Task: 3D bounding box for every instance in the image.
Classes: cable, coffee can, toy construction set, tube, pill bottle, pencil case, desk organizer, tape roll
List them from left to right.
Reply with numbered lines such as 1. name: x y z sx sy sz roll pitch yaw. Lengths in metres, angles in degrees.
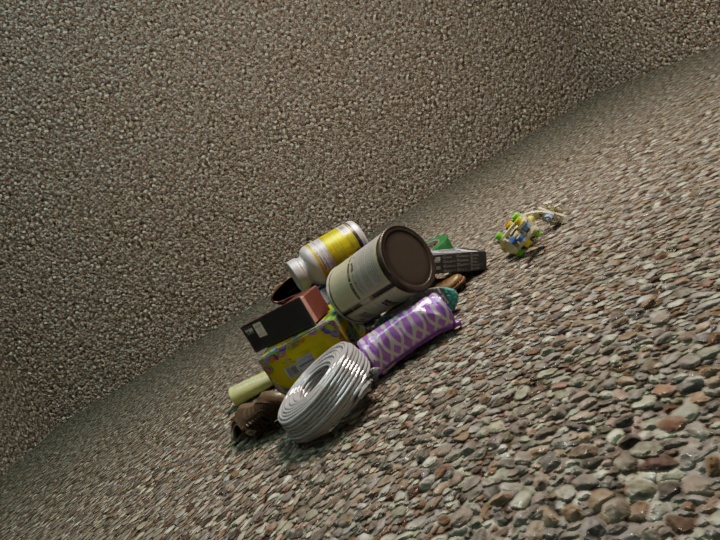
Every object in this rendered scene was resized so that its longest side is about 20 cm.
1. tube: -0.243 0.285 1.339 0.200 0.052 0.058 -28 51 0
2. desk organizer: -0.172 0.111 1.179 0.200 0.072 0.077 -27 7 32
3. cable: -0.068 0.219 0.936 0.200 0.069 0.200 -47 10 -9
4. pill bottle: -0.081 -0.032 1.298 0.200 0.113 0.112 -31 9 -13
5. coffee can: 0.039 0.013 1.097 0.200 0.146 0.146 -34 4 45
6. pencil case: 0.088 0.125 0.996 0.200 0.084 0.086 -34 48 -5
7. tape roll: 0.195 -0.040 1.622 0.200 0.048 0.200 -31 9 5
8. toy construction set: 0.388 -0.105 1.202 0.200 0.092 0.131 -29 -19 -38

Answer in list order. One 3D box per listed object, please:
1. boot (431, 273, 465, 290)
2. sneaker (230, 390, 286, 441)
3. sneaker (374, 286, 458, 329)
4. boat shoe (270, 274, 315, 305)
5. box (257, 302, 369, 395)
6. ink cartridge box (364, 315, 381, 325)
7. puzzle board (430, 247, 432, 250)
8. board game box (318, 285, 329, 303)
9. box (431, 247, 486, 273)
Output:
1. boot: 0.156 0.041 1.239 0.200 0.076 0.074 -24 10 32
2. sneaker: -0.203 0.305 1.054 0.200 0.070 0.076 -35 30 46
3. sneaker: 0.124 0.082 1.134 0.200 0.078 0.091 -26 7 23
4. boat shoe: -0.151 0.028 1.370 0.200 0.070 0.070 -37 -5 7
5. box: -0.101 0.176 1.199 0.200 0.122 0.193 -30 9 13
6. ink cartridge box: -0.031 0.110 1.406 0.037 0.095 0.200 -37 11 -37
7. puzzle board: 0.119 0.018 1.469 0.200 0.017 0.151 -45 -5 24
8. board game box: -0.103 0.065 1.382 0.199 0.043 0.200 -26 4 42
9. box: 0.190 -0.022 1.285 0.199 0.050 0.158 -5 5 -8
